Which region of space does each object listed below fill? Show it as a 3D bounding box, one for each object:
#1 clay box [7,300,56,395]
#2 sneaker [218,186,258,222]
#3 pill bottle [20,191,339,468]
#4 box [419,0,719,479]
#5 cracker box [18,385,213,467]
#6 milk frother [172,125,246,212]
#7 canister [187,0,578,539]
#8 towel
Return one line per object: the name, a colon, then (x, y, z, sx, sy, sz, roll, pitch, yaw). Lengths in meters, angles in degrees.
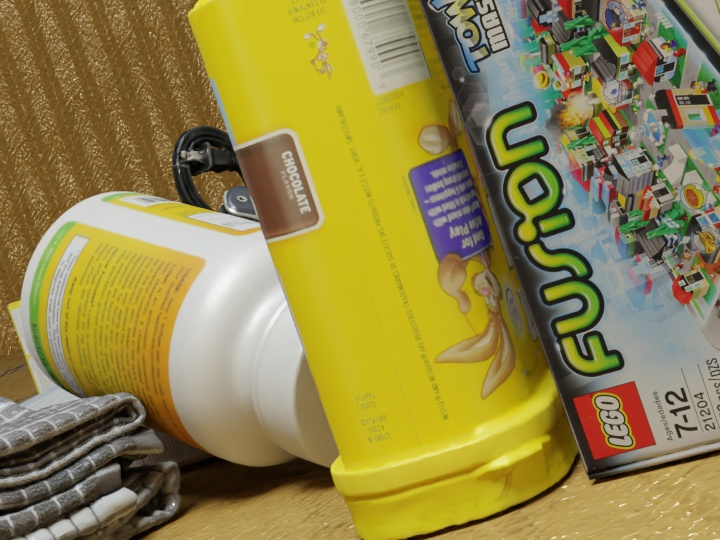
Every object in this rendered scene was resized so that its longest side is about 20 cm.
clay box: (-0.124, 0.043, 1.069, 0.199, 0.115, 0.048, -19, 3, 5)
sneaker: (0.000, 0.001, 0.862, 0.146, 0.077, 0.202, -2, 17, -20)
pill bottle: (-0.066, 0.030, 0.758, 0.111, 0.112, 0.200, -23, 25, -38)
box: (0.096, -0.040, 0.521, 0.110, 0.201, 0.035, -19, 4, 25)
cracker box: (-0.120, 0.082, 0.933, 0.199, 0.058, 0.134, -17, 5, 19)
milk frother: (-0.056, -0.039, 1.249, 0.187, 0.201, 0.180, -18, 1, 23)
canister: (0.014, -0.017, 0.604, 0.086, 0.201, 0.149, -18, 4, 15)
towel: (-0.203, 0.114, 0.724, 0.200, 0.086, 0.165, -24, 6, -43)
